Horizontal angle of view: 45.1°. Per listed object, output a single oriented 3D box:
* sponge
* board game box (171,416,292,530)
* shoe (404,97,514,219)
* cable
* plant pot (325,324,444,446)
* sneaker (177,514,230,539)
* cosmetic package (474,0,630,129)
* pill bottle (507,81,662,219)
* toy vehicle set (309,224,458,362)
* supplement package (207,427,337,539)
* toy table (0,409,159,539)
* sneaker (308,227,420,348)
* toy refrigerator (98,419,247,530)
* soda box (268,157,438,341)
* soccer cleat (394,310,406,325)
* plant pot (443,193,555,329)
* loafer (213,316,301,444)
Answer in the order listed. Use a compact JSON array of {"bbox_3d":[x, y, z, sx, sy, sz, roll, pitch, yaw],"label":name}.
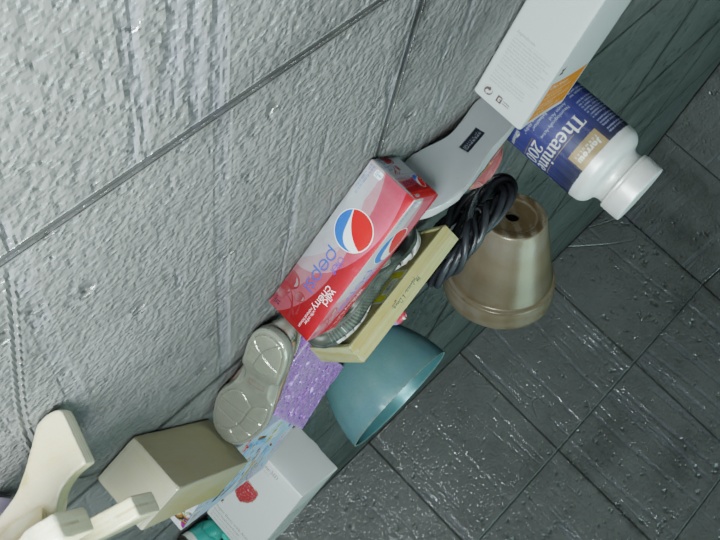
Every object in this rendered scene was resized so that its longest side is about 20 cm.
[{"bbox_3d":[-0.084,0.152,1.185,0.112,0.030,0.200,-54,160,-8],"label":"sponge"},{"bbox_3d":[-0.178,0.271,1.298,0.199,0.041,0.201,-27,156,-56],"label":"board game box"},{"bbox_3d":[0.106,-0.110,0.989,0.200,0.071,0.091,-46,162,-23],"label":"shoe"},{"bbox_3d":[0.142,-0.062,1.162,0.200,0.051,0.163,-50,-175,-15],"label":"cable"},{"bbox_3d":[0.016,0.154,1.356,0.200,0.135,0.200,-43,167,-12],"label":"plant pot"},{"bbox_3d":[-0.284,0.511,1.606,0.120,0.084,0.201,-25,156,-35],"label":"sneaker"},{"bbox_3d":[0.210,-0.253,0.896,0.101,0.071,0.201,-35,162,-41],"label":"cosmetic package"},{"bbox_3d":[0.274,-0.160,1.088,0.111,0.200,0.111,-43,167,-13],"label":"pill bottle"},{"bbox_3d":[0.027,0.030,1.083,0.200,0.027,0.124,-51,-164,-20],"label":"toy vehicle set"},{"bbox_3d":[-0.158,0.387,1.532,0.201,0.121,0.119,-54,164,30],"label":"supplement package"},{"bbox_3d":[-0.242,0.218,0.677,0.116,0.185,0.200,-30,180,3],"label":"toy table"},{"bbox_3d":[0.000,0.000,1.003,0.200,0.066,0.091,-49,164,-19],"label":"sneaker"},{"bbox_3d":[-0.211,0.231,0.998,0.070,0.076,0.200,-47,168,6],"label":"toy refrigerator"},{"bbox_3d":[-0.009,-0.022,0.910,0.201,0.063,0.070,-53,166,24],"label":"soda box"},{"bbox_3d":[0.016,0.059,1.267,0.076,0.067,0.200,-17,180,14],"label":"soccer cleat"},{"bbox_3d":[0.247,-0.032,1.479,0.200,0.199,0.175,-38,148,-33],"label":"plant pot"},{"bbox_3d":[-0.115,0.130,1.026,0.063,0.072,0.201,-42,165,-50],"label":"loafer"}]
